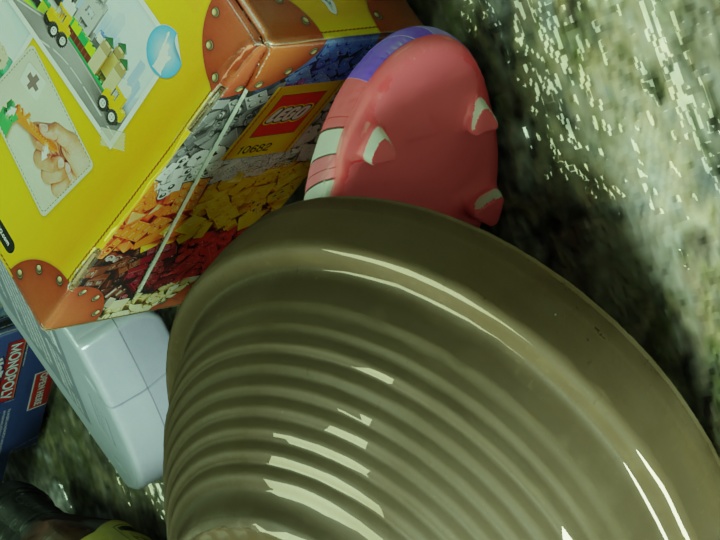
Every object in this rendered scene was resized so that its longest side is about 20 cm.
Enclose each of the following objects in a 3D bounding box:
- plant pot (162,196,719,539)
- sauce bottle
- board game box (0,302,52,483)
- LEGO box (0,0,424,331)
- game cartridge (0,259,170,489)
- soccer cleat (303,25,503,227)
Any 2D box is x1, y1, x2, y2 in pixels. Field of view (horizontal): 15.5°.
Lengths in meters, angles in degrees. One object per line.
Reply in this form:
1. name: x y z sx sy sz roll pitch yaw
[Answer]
1. plant pot: 0.008 0.085 0.795 0.200 0.093 0.202 24 137 24
2. sauce bottle: -0.107 0.140 1.128 0.200 0.066 0.066 29 131 51
3. board game box: -0.222 0.011 1.252 0.200 0.061 0.200 57 149 25
4. LEGO box: -0.092 -0.106 0.889 0.149 0.077 0.201 -48 66 36
5. game cartridge: -0.110 0.014 1.012 0.134 0.040 0.200 57 170 15
6. soccer cleat: 0.000 0.000 0.863 0.077 0.066 0.201 49 148 42
